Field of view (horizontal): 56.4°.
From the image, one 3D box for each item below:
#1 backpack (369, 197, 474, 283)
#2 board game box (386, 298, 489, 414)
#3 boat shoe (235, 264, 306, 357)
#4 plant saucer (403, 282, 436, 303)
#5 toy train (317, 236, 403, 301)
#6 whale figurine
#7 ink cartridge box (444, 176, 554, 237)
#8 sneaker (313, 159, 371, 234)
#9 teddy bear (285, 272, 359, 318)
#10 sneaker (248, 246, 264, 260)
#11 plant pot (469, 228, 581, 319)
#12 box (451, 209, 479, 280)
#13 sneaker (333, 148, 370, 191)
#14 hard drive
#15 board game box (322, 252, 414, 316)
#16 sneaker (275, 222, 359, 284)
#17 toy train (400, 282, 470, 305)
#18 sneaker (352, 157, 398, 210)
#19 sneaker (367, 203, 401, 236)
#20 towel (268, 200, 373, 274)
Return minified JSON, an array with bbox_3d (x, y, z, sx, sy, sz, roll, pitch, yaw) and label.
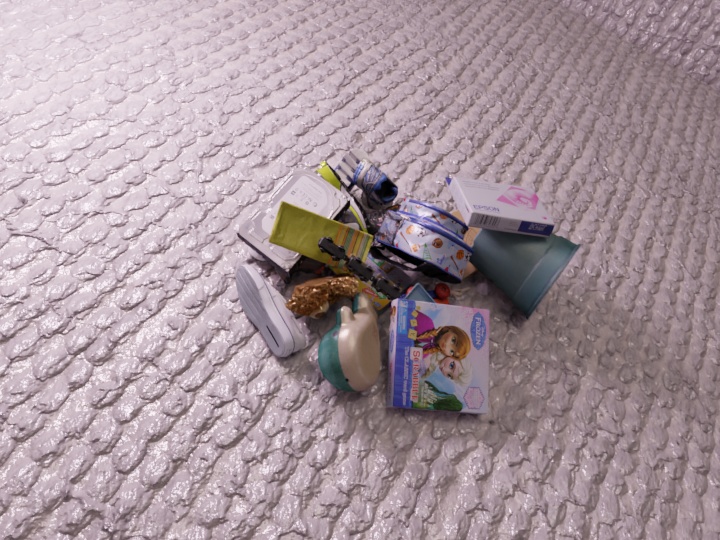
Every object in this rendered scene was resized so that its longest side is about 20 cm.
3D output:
[{"bbox_3d":[0.145,-0.056,1.404,0.198,0.156,0.190,19,11,-33],"label":"backpack"},{"bbox_3d":[0.151,0.166,1.283,0.196,0.041,0.204,7,77,-17],"label":"board game box"},{"bbox_3d":[-0.172,0.076,1.283,0.066,0.074,0.202,-8,62,-46],"label":"boat shoe"},{"bbox_3d":[0.157,0.122,1.331,0.200,0.019,0.070,48,60,-3],"label":"plant saucer"},{"bbox_3d":[0.000,-0.001,1.291,0.199,0.046,0.034,36,87,-13],"label":"toy train"},{"bbox_3d":[-0.019,0.133,1.257,0.102,0.160,0.202,-13,36,21],"label":"whale figurine"},{"bbox_3d":[0.297,-0.153,1.454,0.193,0.044,0.202,6,38,-16],"label":"ink cartridge box"},{"bbox_3d":[-0.047,-0.137,1.466,0.201,0.080,0.074,55,10,2],"label":"sneaker"},{"bbox_3d":[-0.070,0.048,1.287,0.142,0.200,0.068,-10,95,-1],"label":"teddy bear"},{"bbox_3d":[-0.141,-0.090,1.410,0.198,0.101,0.078,-24,51,-38],"label":"sneaker"},{"bbox_3d":[0.353,-0.031,1.499,0.195,0.202,0.200,38,46,15],"label":"plant pot"},{"bbox_3d":[0.241,-0.064,1.606,0.198,0.021,0.164,-25,63,-38],"label":"box"},{"bbox_3d":[-0.062,-0.190,1.554,0.199,0.115,0.081,-41,89,-10],"label":"sneaker"},{"bbox_3d":[-0.131,-0.104,1.333,0.139,0.038,0.201,37,73,13],"label":"hard drive"},{"bbox_3d":[0.000,0.000,1.438,0.199,0.034,0.134,40,46,15],"label":"board game box"},{"bbox_3d":[-0.085,-0.033,1.379,0.197,0.077,0.083,-26,95,-11],"label":"sneaker"},{"bbox_3d":[0.173,0.094,1.398,0.197,0.085,0.117,-7,63,-28],"label":"toy train"},{"bbox_3d":[0.047,-0.175,1.525,0.085,0.200,0.078,33,87,23],"label":"sneaker"},{"bbox_3d":[0.064,-0.115,1.520,0.196,0.087,0.081,1,46,-6],"label":"sneaker"},{"bbox_3d":[-0.073,-0.061,1.295,0.197,0.018,0.088,20,78,-19],"label":"towel"}]
